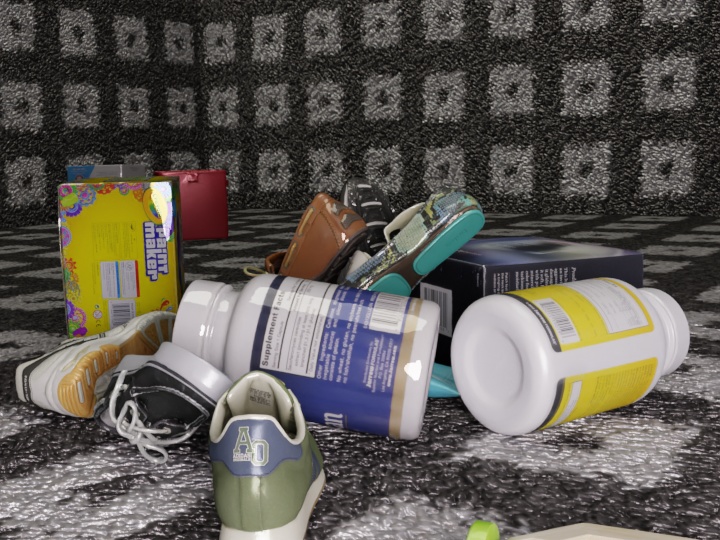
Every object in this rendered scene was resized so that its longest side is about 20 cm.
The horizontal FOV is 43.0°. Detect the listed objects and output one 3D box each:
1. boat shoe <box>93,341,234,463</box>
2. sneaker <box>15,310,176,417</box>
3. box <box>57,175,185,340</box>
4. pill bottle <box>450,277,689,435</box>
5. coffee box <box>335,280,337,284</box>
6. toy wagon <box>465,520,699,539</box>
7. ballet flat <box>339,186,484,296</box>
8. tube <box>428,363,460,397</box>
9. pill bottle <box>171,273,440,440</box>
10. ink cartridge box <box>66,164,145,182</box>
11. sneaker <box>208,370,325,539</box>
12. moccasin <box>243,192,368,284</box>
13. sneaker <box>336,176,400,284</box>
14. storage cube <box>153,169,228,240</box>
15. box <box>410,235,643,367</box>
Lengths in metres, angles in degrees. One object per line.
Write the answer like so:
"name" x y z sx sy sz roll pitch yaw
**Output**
"boat shoe" -0.153 0.099 0.676 0.199 0.074 0.068 -6 45 55
"sneaker" -0.244 0.081 0.875 0.087 0.076 0.200 2 8 21
"box" -0.270 -0.007 1.064 0.122 0.201 0.193 -3 9 -9
"pill bottle" 0.182 0.065 0.766 0.199 0.112 0.112 -6 9 -35
"coffee box" 0.028 0.033 1.151 0.199 0.080 0.113 -5 9 -26
"toy wagon" 0.102 0.157 0.382 0.155 0.040 0.200 2 9 25
"ballet flat" 0.033 -0.008 0.904 0.200 0.074 0.074 -39 13 -5
"tube" 0.008 0.096 0.852 0.199 0.051 0.077 5 15 17
"pill bottle" -0.042 0.063 0.727 0.199 0.111 0.111 10 9 8
"ink cartridge box" -0.624 -0.160 2.266 0.146 0.201 0.146 0 6 9
"sneaker" -0.058 0.107 0.591 0.067 0.090 0.200 -3 7 -1
"moccasin" -0.071 0.003 0.947 0.078 0.202 0.074 43 42 10
"sneaker" 0.000 0.000 0.983 0.074 0.201 0.079 -8 1 -43
"storage cube" -0.447 -0.175 2.420 0.199 0.180 0.171 -3 8 -17
"box" 0.164 0.031 0.991 0.198 0.124 0.200 -4 9 -25
